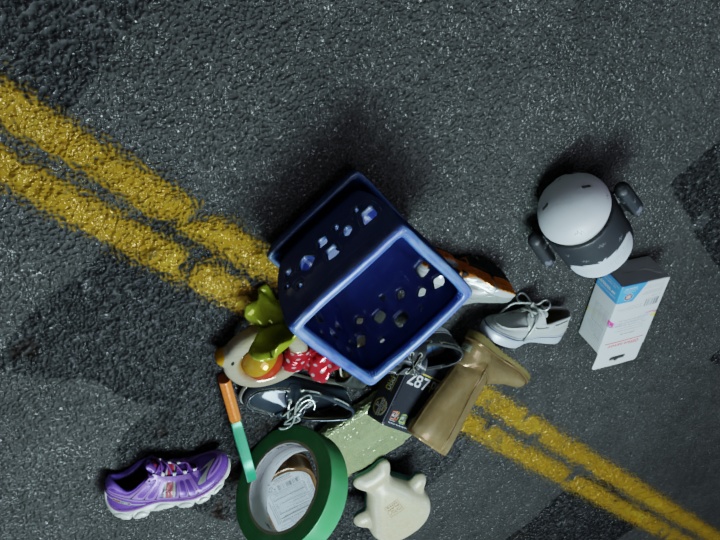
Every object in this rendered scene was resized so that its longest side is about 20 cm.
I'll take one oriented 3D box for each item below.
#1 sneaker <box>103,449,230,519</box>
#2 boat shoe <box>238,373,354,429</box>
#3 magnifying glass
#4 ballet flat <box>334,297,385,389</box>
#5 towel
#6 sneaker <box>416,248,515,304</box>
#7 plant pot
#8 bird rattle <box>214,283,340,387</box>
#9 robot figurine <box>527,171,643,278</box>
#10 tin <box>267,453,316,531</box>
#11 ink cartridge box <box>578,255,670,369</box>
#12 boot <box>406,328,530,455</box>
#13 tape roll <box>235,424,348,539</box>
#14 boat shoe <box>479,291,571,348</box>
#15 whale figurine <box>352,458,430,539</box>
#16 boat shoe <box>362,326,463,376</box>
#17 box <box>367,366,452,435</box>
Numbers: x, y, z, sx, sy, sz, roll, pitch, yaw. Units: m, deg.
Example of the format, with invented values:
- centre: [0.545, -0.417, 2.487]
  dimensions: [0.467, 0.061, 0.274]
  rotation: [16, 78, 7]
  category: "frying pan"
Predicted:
- centre: [-0.298, 0.321, 1.316]
  dimensions: [0.197, 0.081, 0.085]
  rotation: [-16, 127, -18]
  category: "sneaker"
- centre: [-0.098, 0.211, 1.350]
  dimensions: [0.198, 0.062, 0.075]
  rotation: [13, 121, -37]
  category: "boat shoe"
- centre: [-0.193, 0.247, 1.325]
  dimensions: [0.022, 0.080, 0.203]
  rotation: [-15, 122, -13]
  category: "magnifying glass"
- centre: [0.000, 0.111, 1.323]
  dimensions: [0.067, 0.068, 0.202]
  rotation: [1, 126, -20]
  category: "ballet flat"
- centre: [0.018, 0.277, 1.494]
  dimensions: [0.198, 0.037, 0.149]
  rotation: [-34, 134, -1]
  category: "towel"
- centre: [0.154, 0.027, 1.348]
  dimensions: [0.197, 0.076, 0.093]
  rotation: [14, 127, -29]
  category: "sneaker"
- centre: [0.000, 0.000, 1.146]
  dimensions: [0.200, 0.181, 0.200]
  rotation: [-41, 136, 8]
  category: "plant pot"
- centre: [-0.125, 0.114, 1.256]
  dimensions: [0.161, 0.114, 0.200]
  rotation: [-28, 150, 10]
  category: "bird rattle"
- centre: [0.357, -0.070, 1.343]
  dimensions: [0.200, 0.124, 0.152]
  rotation: [40, 78, -45]
  category: "robot figurine"
- centre: [-0.127, 0.402, 1.513]
  dimensions: [0.110, 0.042, 0.202]
  rotation: [-21, 134, -8]
  category: "tin"
- centre: [0.482, 0.081, 1.579]
  dimensions: [0.113, 0.068, 0.203]
  rotation: [-10, 130, -23]
  category: "ink cartridge box"
- centre: [0.184, 0.221, 1.440]
  dimensions: [0.174, 0.066, 0.202]
  rotation: [36, 81, -30]
  category: "boot"
- centre: [-0.112, 0.352, 1.360]
  dimensions: [0.200, 0.201, 0.048]
  rotation: [-43, 136, 10]
  category: "tape roll"
- centre: [0.295, 0.081, 1.465]
  dimensions: [0.199, 0.075, 0.087]
  rotation: [4, 125, -36]
  category: "boat shoe"
- centre: [0.048, 0.414, 1.587]
  dimensions: [0.158, 0.104, 0.201]
  rotation: [-34, 127, -1]
  category: "whale figurine"
- centre: [0.083, 0.133, 1.307]
  dimensions: [0.198, 0.066, 0.071]
  rotation: [0, 121, -44]
  category: "boat shoe"
- centre: [0.118, 0.204, 1.449]
  dimensions: [0.199, 0.049, 0.163]
  rotation: [29, 86, -43]
  category: "box"
